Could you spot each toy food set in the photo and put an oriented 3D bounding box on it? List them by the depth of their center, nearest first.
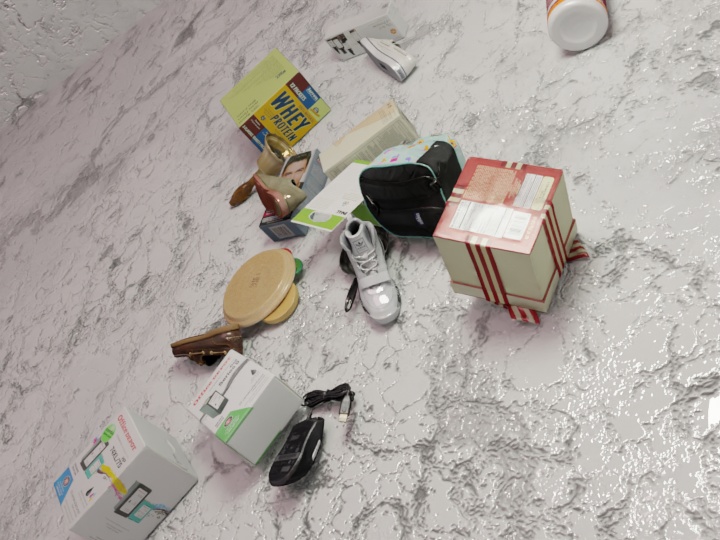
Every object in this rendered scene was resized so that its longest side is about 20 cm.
[{"bbox_3d":[-0.203,0.036,1.826,0.199,0.049,0.199,-21,43,30],"label":"toy food set"}]

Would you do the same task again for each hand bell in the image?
[{"bbox_3d":[-0.248,-0.221,2.094,0.200,0.104,0.105,-42,35,25],"label":"hand bell"}]

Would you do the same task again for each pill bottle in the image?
[{"bbox_3d":[0.414,-0.528,1.700,0.112,0.113,0.201,-21,44,29],"label":"pill bottle"}]

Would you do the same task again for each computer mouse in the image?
[{"bbox_3d":[-0.070,0.279,1.473,0.140,0.046,0.201,-23,31,40],"label":"computer mouse"}]

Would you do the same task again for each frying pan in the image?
[{"bbox_3d":[0.014,-0.009,1.671,0.114,0.031,0.191,-29,43,19],"label":"frying pan"}]

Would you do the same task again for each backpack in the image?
[{"bbox_3d":[0.104,-0.150,1.601,0.199,0.177,0.154,-4,37,40],"label":"backpack"}]

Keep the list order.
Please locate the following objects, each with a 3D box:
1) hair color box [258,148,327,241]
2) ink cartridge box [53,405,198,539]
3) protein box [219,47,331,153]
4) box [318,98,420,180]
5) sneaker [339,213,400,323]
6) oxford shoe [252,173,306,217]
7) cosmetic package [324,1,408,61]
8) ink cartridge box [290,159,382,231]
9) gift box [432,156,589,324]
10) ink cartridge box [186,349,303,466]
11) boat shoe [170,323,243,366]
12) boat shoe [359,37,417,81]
[{"bbox_3d":[-0.142,-0.167,1.945,0.098,0.061,0.201,-10,49,38],"label":"hair color box"},{"bbox_3d":[-0.435,0.391,1.636,0.200,0.146,0.147,-48,37,-3],"label":"ink cartridge box"},{"bbox_3d":[-0.212,-0.408,2.175,0.198,0.135,0.200,-42,36,4],"label":"protein box"},{"bbox_3d":[0.019,-0.253,1.843,0.199,0.095,0.078,-34,37,14],"label":"box"},{"bbox_3d":[0.012,-0.007,1.575,0.075,0.115,0.201,-20,54,8],"label":"sneaker"},{"bbox_3d":[-0.175,-0.169,1.890,0.073,0.071,0.200,-26,34,-15],"label":"oxford shoe"},{"bbox_3d":[0.013,-0.585,2.168,0.199,0.082,0.051,-11,51,38],"label":"cosmetic package"},{"bbox_3d":[-0.017,-0.124,1.734,0.200,0.076,0.147,-44,34,-22],"label":"ink cartridge box"},{"bbox_3d":[0.239,-0.041,1.364,0.199,0.187,0.185,18,66,29],"label":"gift box"},{"bbox_3d":[-0.213,0.243,1.593,0.146,0.084,0.200,-54,30,-12],"label":"ink cartridge box"},{"bbox_3d":[-0.316,0.161,1.802,0.199,0.070,0.071,-17,85,41],"label":"boat shoe"},{"bbox_3d":[0.066,-0.507,2.054,0.066,0.072,0.200,-40,38,0],"label":"boat shoe"}]
